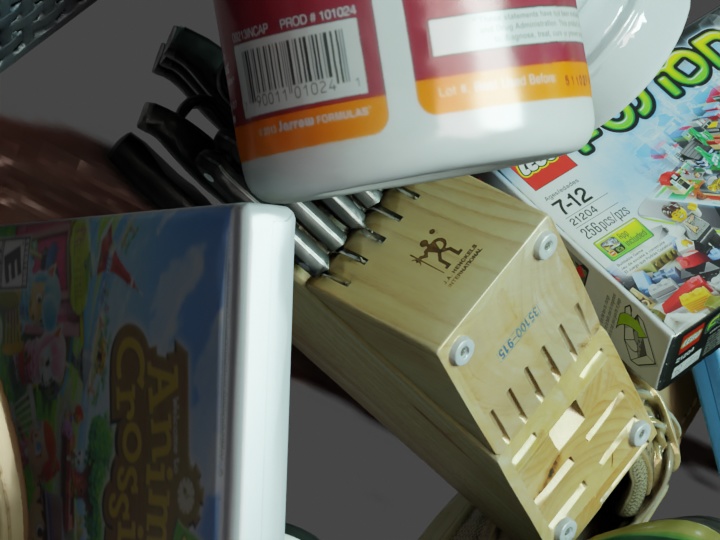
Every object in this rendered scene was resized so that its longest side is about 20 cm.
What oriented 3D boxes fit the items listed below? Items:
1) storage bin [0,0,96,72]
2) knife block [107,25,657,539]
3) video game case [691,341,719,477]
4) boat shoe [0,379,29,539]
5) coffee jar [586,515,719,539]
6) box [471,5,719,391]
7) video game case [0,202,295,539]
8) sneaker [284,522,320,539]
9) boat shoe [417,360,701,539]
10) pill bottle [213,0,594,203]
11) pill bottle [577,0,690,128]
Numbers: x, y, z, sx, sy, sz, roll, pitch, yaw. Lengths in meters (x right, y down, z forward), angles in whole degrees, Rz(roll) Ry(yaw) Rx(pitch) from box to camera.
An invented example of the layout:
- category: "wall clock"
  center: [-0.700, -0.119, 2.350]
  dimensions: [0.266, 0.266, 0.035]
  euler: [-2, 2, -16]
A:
- category: "storage bin"
  center: [-0.168, -0.119, 0.896]
  dimensions: [0.135, 0.094, 0.200]
  euler: [41, 61, 17]
- category: "knife block"
  center: [0.000, 0.000, 1.030]
  dimensions: [0.064, 0.175, 0.200]
  euler: [-49, 140, -16]
- category: "video game case"
  center: [0.209, 0.062, 1.178]
  dimensions: [0.200, 0.018, 0.144]
  euler: [-24, 101, -46]
- category: "boat shoe"
  center: [-0.171, 0.014, 0.942]
  dimensions: [0.072, 0.072, 0.201]
  euler: [-24, 97, -23]
- category: "coffee jar"
  center: [0.085, 0.147, 0.965]
  dimensions: [0.200, 0.085, 0.105]
  euler: [-20, 94, -67]
- category: "box"
  center: [0.149, -0.044, 1.126]
  dimensions: [0.200, 0.035, 0.110]
  euler: [-32, 62, -29]
- category: "video game case"
  center: [-0.079, 0.082, 0.927]
  dimensions: [0.022, 0.182, 0.201]
  euler: [4, 86, -33]
- category: "sneaker"
  center: [0.001, 0.132, 0.991]
  dimensions: [0.112, 0.073, 0.200]
  euler: [-82, 150, -50]
- category: "boat shoe"
  center: [0.094, 0.071, 1.107]
  dimensions: [0.071, 0.064, 0.200]
  euler: [45, 67, -23]
- category: "pill bottle"
  center: [0.004, -0.127, 0.901]
  dimensions: [0.112, 0.113, 0.201]
  euler: [-9, 90, -32]
- category: "pill bottle"
  center: [0.024, -0.137, 1.042]
  dimensions: [0.200, 0.112, 0.112]
  euler: [38, 70, -26]
